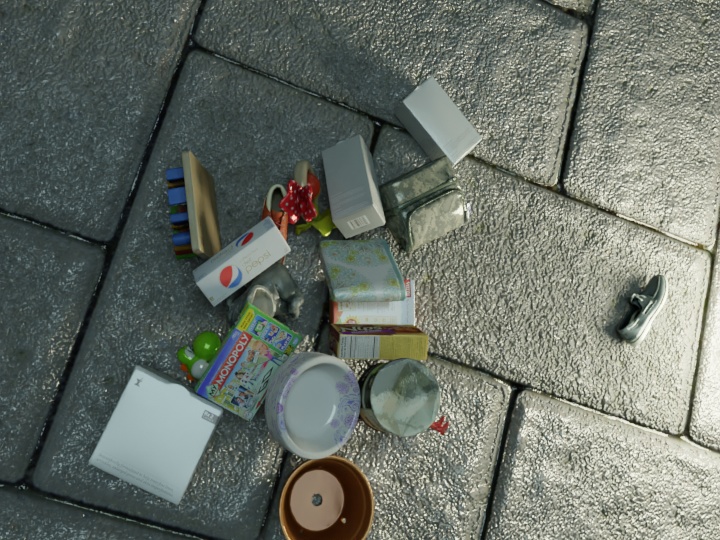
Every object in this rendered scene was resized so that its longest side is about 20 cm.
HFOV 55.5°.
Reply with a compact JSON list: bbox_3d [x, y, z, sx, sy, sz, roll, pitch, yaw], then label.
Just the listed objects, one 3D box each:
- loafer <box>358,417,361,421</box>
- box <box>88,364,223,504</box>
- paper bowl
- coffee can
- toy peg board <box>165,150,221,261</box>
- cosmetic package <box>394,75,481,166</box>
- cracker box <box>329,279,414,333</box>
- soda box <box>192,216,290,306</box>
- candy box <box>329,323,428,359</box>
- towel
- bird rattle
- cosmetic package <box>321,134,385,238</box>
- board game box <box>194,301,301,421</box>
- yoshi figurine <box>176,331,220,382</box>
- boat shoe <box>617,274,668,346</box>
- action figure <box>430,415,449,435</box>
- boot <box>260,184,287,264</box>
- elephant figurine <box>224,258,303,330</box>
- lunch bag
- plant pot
[{"bbox_3d":[-0.059,0.294,1.500,0.194,0.071,0.076,6,78,-13],"label":"loafer"},{"bbox_3d":[-0.402,0.323,1.372,0.195,0.131,0.204,27,78,-7],"label":"box"},{"bbox_3d":[-0.104,0.268,1.386,0.196,0.103,0.208,-3,95,-36],"label":"paper bowl"},{"bbox_3d":[0.072,0.261,1.408,0.141,0.200,0.151,2,80,-10],"label":"coffee can"},{"bbox_3d":[-0.368,-0.117,1.441,0.095,0.199,0.207,-9,82,1],"label":"toy peg board"},{"bbox_3d":[0.189,-0.355,1.676,0.112,0.081,0.201,-39,90,-17],"label":"cosmetic package"},{"bbox_3d":[0.027,0.089,1.566,0.193,0.058,0.139,2,81,-13],"label":"cracker box"},{"bbox_3d":[-0.244,-0.019,1.403,0.198,0.064,0.069,-36,121,-4],"label":"soda box"},{"bbox_3d":[0.036,0.153,1.471,0.193,0.117,0.058,3,96,-13],"label":"candy box"},{"bbox_3d":[0.000,0.000,1.526,0.166,0.049,0.202,-3,38,-15],"label":"towel"},{"bbox_3d":[-0.125,-0.161,1.504,0.109,0.200,0.168,-11,67,16],"label":"bird rattle"},{"bbox_3d":[-0.018,-0.190,1.539,0.104,0.090,0.205,-18,56,16],"label":"cosmetic package"},{"bbox_3d":[-0.225,0.185,1.375,0.133,0.029,0.203,32,90,-24],"label":"board game box"},{"bbox_3d":[-0.290,0.203,1.446,0.197,0.113,0.114,33,62,-4],"label":"yoshi figurine"},{"bbox_3d":[0.714,0.089,1.732,0.061,0.073,0.203,32,79,-10],"label":"boat shoe"},{"bbox_3d":[0.107,0.306,1.545,0.196,0.065,0.053,26,97,-10],"label":"action figure"},{"bbox_3d":[-0.195,-0.089,1.517,0.073,0.107,0.207,5,81,-11],"label":"boot"},{"bbox_3d":[-0.223,0.077,1.430,0.197,0.142,0.157,-25,72,-41],"label":"elephant figurine"},{"bbox_3d":[0.147,-0.152,1.603,0.196,0.139,0.172,-27,97,-18],"label":"lunch bag"},{"bbox_3d":[-0.082,0.486,1.424,0.194,0.140,0.207,3,79,-14],"label":"plant pot"}]
